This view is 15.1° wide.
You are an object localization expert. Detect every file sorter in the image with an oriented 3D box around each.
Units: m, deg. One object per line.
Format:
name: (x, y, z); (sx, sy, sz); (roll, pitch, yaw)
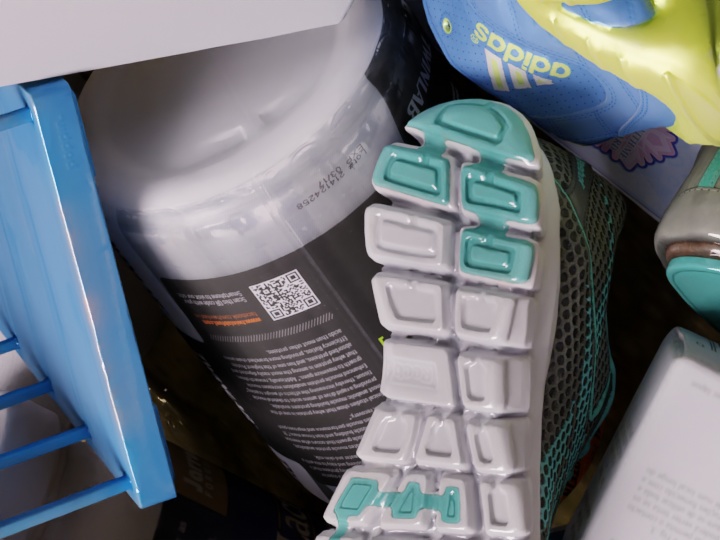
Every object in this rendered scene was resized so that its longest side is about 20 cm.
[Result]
file sorter: (-0.160, -0.003, 0.890); (0.200, 0.123, 0.139); (-140, 35, -63)

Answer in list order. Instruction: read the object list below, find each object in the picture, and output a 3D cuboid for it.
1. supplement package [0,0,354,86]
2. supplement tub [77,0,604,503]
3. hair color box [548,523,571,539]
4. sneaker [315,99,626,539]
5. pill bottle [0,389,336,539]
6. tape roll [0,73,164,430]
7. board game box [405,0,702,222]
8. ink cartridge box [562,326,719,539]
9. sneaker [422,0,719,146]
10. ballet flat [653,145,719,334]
supplement package: (-0.084, -0.174, 0.755); (0.152, 0.150, 0.200); (127, 129, -68)
supplement tub: (0.000, 0.000, 0.910); (0.122, 0.123, 0.200); (1, 140, 35)
hair color box: (0.054, 0.119, 0.900); (0.100, 0.200, 0.061); (94, 164, -81)
sneaker: (0.044, 0.052, 0.829); (0.078, 0.091, 0.200); (12, 93, 36)
pill bottle: (-0.073, 0.130, 1.043); (0.200, 0.116, 0.116); (28, 140, -20)
tape roll: (-0.176, -0.015, 1.090); (0.200, 0.066, 0.200); (19, 132, 23)
board game box: (0.075, -0.136, 0.833); (0.199, 0.041, 0.200); (39, 136, 5)
ink cartridge box: (0.124, 0.141, 0.837); (0.160, 0.047, 0.200); (26, 102, -1)
sneaker: (0.040, -0.112, 0.792); (0.105, 0.076, 0.200); (-20, 110, 44)
ballet flat: (0.156, 0.023, 0.874); (0.067, 0.064, 0.200); (6, 149, 36)
